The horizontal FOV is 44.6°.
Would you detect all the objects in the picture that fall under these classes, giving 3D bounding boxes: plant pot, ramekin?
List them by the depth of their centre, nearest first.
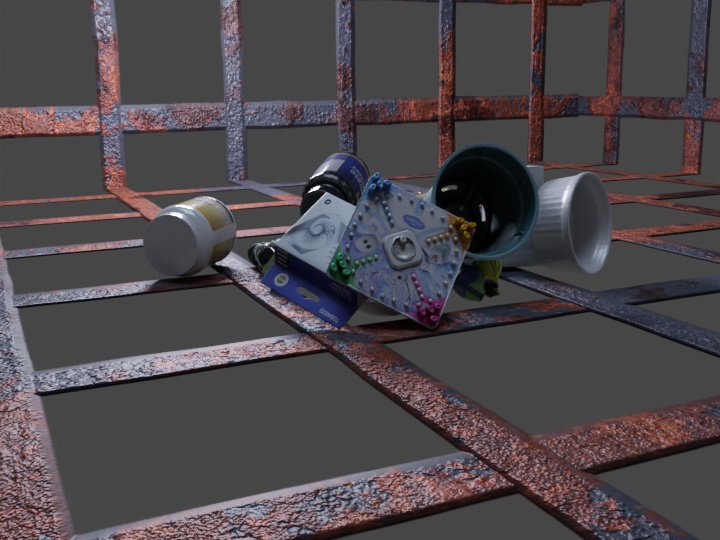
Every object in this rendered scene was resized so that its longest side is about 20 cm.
[{"bbox_3d":[0.201,-0.110,1.609,0.195,0.206,0.196,-3,-5,-10],"label":"plant pot"},{"bbox_3d":[0.423,-0.092,1.769,0.096,0.206,0.198,-1,9,40],"label":"ramekin"}]

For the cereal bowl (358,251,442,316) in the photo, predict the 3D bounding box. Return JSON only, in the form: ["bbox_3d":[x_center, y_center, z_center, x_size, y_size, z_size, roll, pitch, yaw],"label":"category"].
[{"bbox_3d":[0.052,0.000,1.505,0.195,0.084,0.203,-9,49,10],"label":"cereal bowl"}]

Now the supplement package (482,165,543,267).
[{"bbox_3d":[0.317,-0.116,1.838,0.107,0.206,0.114,-2,8,-5],"label":"supplement package"}]

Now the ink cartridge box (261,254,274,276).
[{"bbox_3d":[-0.082,-0.045,1.661,0.144,0.049,0.200,-12,-26,-43],"label":"ink cartridge box"}]

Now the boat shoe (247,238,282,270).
[{"bbox_3d":[-0.190,-0.024,1.816,0.069,0.074,0.199,-13,4,-17],"label":"boat shoe"}]

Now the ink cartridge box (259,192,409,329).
[{"bbox_3d":[-0.046,-0.023,1.469,0.197,0.041,0.201,26,63,31],"label":"ink cartridge box"}]

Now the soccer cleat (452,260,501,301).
[{"bbox_3d":[0.226,0.022,1.612,0.083,0.066,0.199,36,21,18],"label":"soccer cleat"}]

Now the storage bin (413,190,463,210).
[{"bbox_3d":[0.146,-0.096,1.967,0.195,0.149,0.134,4,23,21],"label":"storage bin"}]

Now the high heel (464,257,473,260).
[{"bbox_3d":[0.186,-0.077,1.836,0.197,0.099,0.067,10,15,37],"label":"high heel"}]

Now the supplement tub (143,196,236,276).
[{"bbox_3d":[-0.353,-0.070,1.821,0.141,0.148,0.200,2,12,13],"label":"supplement tub"}]

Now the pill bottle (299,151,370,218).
[{"bbox_3d":[-0.053,-0.153,1.736,0.109,0.114,0.201,2,26,14],"label":"pill bottle"}]

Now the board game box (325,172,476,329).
[{"bbox_3d":[0.070,-0.037,1.418,0.197,0.203,0.026,26,-25,-1],"label":"board game box"}]

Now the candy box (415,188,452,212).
[{"bbox_3d":[0.097,-0.095,1.783,0.195,0.057,0.116,-12,-28,11],"label":"candy box"}]
